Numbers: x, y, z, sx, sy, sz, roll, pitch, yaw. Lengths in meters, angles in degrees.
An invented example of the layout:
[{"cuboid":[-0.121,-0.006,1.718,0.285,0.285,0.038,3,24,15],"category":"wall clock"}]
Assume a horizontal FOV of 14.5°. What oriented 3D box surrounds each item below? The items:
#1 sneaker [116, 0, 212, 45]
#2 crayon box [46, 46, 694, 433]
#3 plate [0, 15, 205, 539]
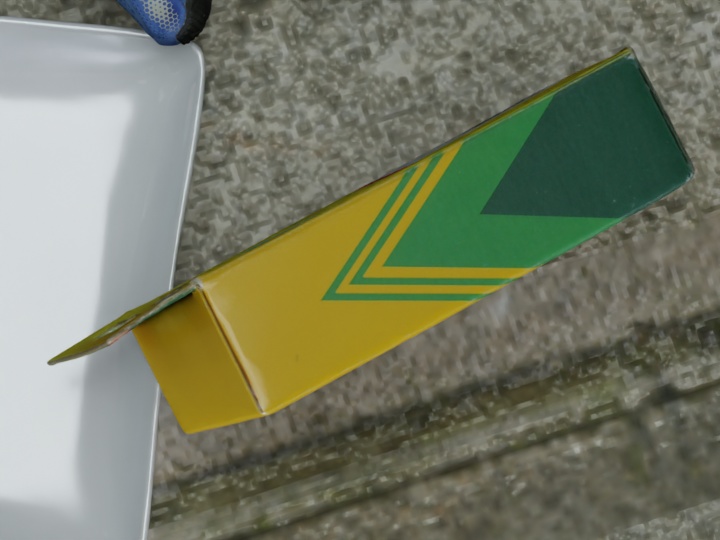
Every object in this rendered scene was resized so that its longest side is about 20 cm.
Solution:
[{"cuboid":[-0.139,-0.137,1.009,0.200,0.079,0.089,37,88,11],"category":"sneaker"},{"cuboid":[0.000,0.000,0.949,0.200,0.127,0.051,-28,92,-15],"category":"crayon box"},{"cuboid":[-0.164,0.006,1.006,0.199,0.032,0.200,7,83,-2],"category":"plate"}]
